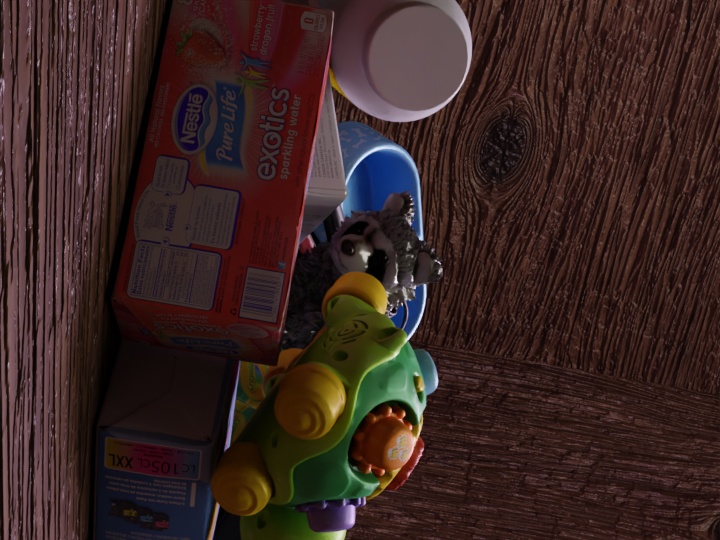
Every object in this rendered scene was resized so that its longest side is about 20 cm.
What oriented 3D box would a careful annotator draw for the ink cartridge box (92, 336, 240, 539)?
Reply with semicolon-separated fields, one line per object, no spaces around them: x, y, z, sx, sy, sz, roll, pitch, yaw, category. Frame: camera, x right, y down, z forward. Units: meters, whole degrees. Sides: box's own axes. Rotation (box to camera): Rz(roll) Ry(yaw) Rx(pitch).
-0.125;0.123;1.156;0.137;0.075;0.201;-81;-178;-47;ink cartridge box

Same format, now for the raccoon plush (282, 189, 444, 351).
0.002;0.005;1.321;0.097;0.133;0.200;59;8;3;raccoon plush

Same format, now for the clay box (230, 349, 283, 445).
-0.099;0.091;1.381;0.115;0.047;0.201;-50;-167;34;clay box

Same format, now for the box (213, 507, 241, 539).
-0.063;0.148;1.386;0.142;0.079;0.200;-54;-168;0;box

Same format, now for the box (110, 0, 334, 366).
-0.081;-0.055;1.074;0.095;0.101;0.202;105;-6;-73;box

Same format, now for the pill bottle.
0.022;-0.167;1.315;0.200;0.103;0.105;-126;-135;-73;pill bottle

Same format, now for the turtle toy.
-0.022;0.106;1.093;0.200;0.101;0.146;-52;-174;33;turtle toy

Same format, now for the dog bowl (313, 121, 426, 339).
0.004;-0.021;1.483;0.049;0.111;0.202;16;-63;46;dog bowl

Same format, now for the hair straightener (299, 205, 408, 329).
0.000;0.000;1.418;0.041;0.076;0.201;42;-21;59;hair straightener

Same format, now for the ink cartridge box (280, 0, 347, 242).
-0.074;-0.111;1.338;0.176;0.044;0.202;137;-50;-56;ink cartridge box

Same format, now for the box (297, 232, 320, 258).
-0.069;0.039;1.616;0.200;0.116;0.199;117;-17;-88;box
